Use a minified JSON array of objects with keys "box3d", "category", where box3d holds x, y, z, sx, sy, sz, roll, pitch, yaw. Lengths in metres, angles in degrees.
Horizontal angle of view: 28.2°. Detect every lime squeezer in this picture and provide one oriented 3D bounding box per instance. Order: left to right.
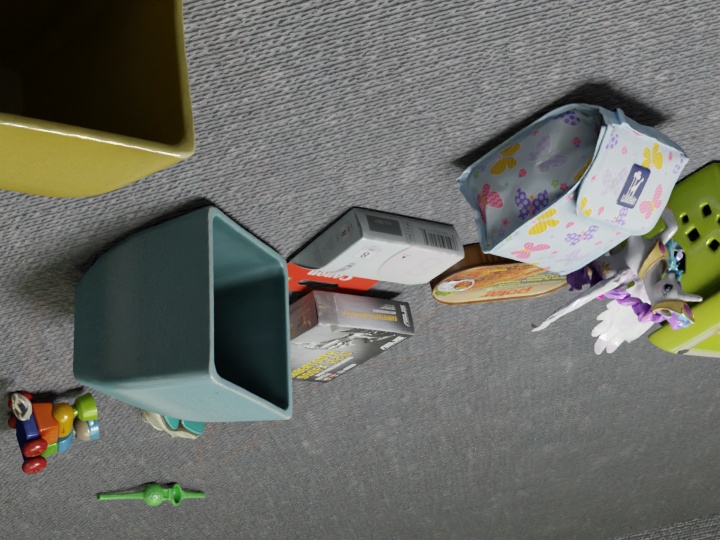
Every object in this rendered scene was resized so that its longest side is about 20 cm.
[{"box3d":[-0.331,0.378,2.385,0.200,0.038,0.071,4,151,-35],"category":"lime squeezer"}]

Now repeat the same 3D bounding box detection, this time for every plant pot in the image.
[{"box3d":[-0.266,-0.155,1.093,0.194,0.196,0.200,8,157,-39],"category":"plant pot"},{"box3d":[-0.208,0.065,1.599,0.200,0.196,0.196,-10,158,20],"category":"plant pot"},{"box3d":[0.455,0.000,1.781,0.199,0.182,0.200,8,148,-37],"category":"plant pot"}]

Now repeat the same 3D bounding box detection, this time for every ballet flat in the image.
[{"box3d":[-0.276,0.201,1.998,0.062,0.068,0.200,-7,157,11],"category":"ballet flat"}]

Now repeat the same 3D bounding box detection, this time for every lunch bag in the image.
[{"box3d":[0.236,-0.090,1.549,0.200,0.127,0.169,-36,150,28],"category":"lunch bag"}]

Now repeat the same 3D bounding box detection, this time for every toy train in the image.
[{"box3d":[-0.402,0.192,1.903,0.116,0.085,0.200,-15,158,-21],"category":"toy train"}]

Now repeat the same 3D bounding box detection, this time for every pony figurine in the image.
[{"box3d":[0.303,0.002,1.685,0.166,0.200,0.193,10,148,-41],"category":"pony figurine"}]

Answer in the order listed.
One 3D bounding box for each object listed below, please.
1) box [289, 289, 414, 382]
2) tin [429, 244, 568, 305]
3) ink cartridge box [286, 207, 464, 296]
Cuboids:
[{"box3d":[-0.052,0.090,1.867,0.158,0.048,0.200,7,153,-39],"category":"box"},{"box3d":[0.183,0.002,1.825,0.200,0.042,0.112,-5,151,-17],"category":"tin"},{"box3d":[0.000,0.000,1.718,0.162,0.057,0.200,8,144,-39],"category":"ink cartridge box"}]
